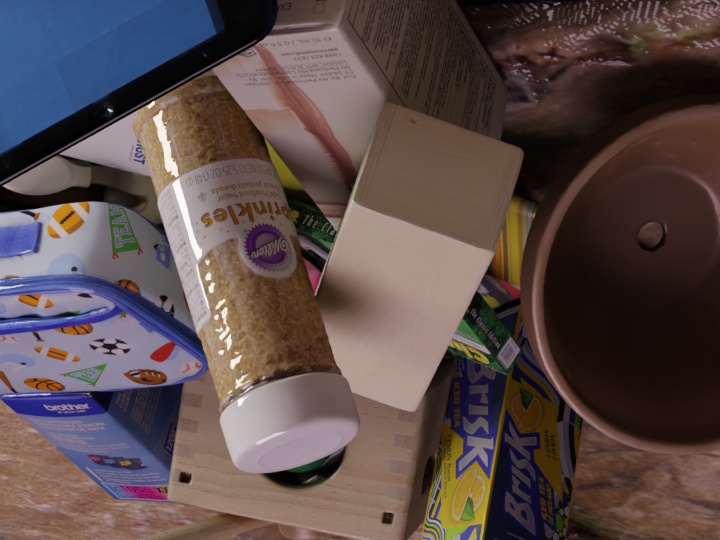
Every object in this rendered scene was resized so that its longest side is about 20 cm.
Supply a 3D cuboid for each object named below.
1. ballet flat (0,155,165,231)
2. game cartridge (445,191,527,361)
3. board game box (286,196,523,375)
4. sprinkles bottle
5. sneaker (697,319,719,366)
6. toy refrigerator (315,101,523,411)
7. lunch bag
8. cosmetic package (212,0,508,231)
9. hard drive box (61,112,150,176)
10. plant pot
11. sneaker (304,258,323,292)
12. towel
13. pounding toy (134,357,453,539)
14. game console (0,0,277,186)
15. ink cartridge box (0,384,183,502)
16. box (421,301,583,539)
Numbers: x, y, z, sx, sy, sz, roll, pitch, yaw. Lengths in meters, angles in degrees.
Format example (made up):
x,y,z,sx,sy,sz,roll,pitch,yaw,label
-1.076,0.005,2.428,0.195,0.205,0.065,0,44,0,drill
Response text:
x,y,z,sx,sy,sz,roll,pitch,yaw,label
-0.158,-0.051,1.361,0.199,0.068,0.068,1,-174,-31,ballet flat
0.082,0.012,1.486,0.133,0.041,0.200,-2,150,33,game cartridge
0.000,0.000,1.418,0.200,0.024,0.105,22,159,39,board game box
-0.060,0.001,1.197,0.068,0.201,0.068,-16,160,-6,sprinkles bottle
0.295,0.035,1.389,0.199,0.090,0.067,13,175,-10,sneaker
0.022,-0.005,1.217,0.076,0.070,0.200,19,151,-1,toy refrigerator
-0.194,0.018,1.366,0.199,0.076,0.160,-8,156,27,lunch bag
-0.001,-0.107,1.213,0.087,0.104,0.200,-2,149,25,cosmetic package
-0.183,-0.136,1.257,0.199,0.077,0.156,15,153,-5,hard drive box
0.177,-0.008,1.300,0.200,0.202,0.093,22,-167,-20,plant pot
-0.061,0.021,1.466,0.200,0.079,0.095,27,-178,35,sneaker
0.028,-0.044,1.369,0.199,0.018,0.086,21,151,17,towel
-0.047,0.123,1.512,0.183,0.143,0.200,10,-173,10,pounding toy
-0.168,-0.155,1.093,0.199,0.119,0.171,-28,140,13,game console
-0.165,0.054,1.554,0.076,0.137,0.200,-3,150,25,ink cartridge box
0.089,0.125,1.441,0.064,0.201,0.070,27,149,-26,box
